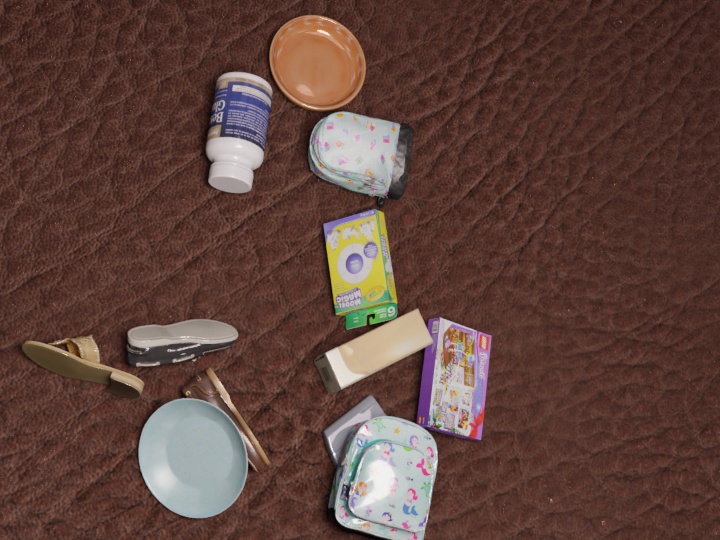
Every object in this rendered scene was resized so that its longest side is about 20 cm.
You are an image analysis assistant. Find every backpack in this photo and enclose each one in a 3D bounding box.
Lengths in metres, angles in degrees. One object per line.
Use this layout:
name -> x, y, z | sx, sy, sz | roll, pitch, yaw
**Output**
backpack -> -0.003, -0.229, 1.652 | 0.196, 0.127, 0.171 | 11, 77, -9
backpack -> 0.045, 0.353, 1.476 | 0.174, 0.151, 0.204 | 19, 67, -9

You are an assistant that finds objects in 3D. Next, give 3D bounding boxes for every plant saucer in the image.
plant saucer -> -0.276, 0.311, 1.452 | 0.197, 0.039, 0.206 | 2, 97, 14
plant saucer -> -0.087, -0.409, 1.721 | 0.196, 0.037, 0.205 | 4, 76, -15

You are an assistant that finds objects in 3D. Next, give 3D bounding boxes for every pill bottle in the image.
pill bottle -> -0.229, -0.253, 1.602 | 0.109, 0.111, 0.204 | 10, 73, -13

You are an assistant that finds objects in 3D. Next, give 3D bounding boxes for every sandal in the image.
sandal -> -0.462, 0.146, 1.468 | 0.209, 0.078, 0.071 | 25, 51, -14

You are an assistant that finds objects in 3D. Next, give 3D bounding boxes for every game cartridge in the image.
game cartridge -> 0.024, 0.347, 1.561 | 0.132, 0.042, 0.202 | -34, 87, -25

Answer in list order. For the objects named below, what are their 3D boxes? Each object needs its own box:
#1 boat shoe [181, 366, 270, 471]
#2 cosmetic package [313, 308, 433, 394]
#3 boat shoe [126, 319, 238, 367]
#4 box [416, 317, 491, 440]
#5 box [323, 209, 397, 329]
boat shoe -> -0.234, 0.268, 1.493 | 0.070, 0.071, 0.201 | -34, 80, -16
cosmetic package -> 0.023, 0.148, 1.575 | 0.197, 0.105, 0.072 | -24, 84, -21
boat shoe -> -0.311, 0.131, 1.508 | 0.197, 0.074, 0.061 | -5, 118, -33
box -> 0.176, 0.205, 1.614 | 0.135, 0.039, 0.204 | 20, 70, -32
box -> 0.000, 0.000, 1.605 | 0.115, 0.048, 0.204 | -15, 78, 24
